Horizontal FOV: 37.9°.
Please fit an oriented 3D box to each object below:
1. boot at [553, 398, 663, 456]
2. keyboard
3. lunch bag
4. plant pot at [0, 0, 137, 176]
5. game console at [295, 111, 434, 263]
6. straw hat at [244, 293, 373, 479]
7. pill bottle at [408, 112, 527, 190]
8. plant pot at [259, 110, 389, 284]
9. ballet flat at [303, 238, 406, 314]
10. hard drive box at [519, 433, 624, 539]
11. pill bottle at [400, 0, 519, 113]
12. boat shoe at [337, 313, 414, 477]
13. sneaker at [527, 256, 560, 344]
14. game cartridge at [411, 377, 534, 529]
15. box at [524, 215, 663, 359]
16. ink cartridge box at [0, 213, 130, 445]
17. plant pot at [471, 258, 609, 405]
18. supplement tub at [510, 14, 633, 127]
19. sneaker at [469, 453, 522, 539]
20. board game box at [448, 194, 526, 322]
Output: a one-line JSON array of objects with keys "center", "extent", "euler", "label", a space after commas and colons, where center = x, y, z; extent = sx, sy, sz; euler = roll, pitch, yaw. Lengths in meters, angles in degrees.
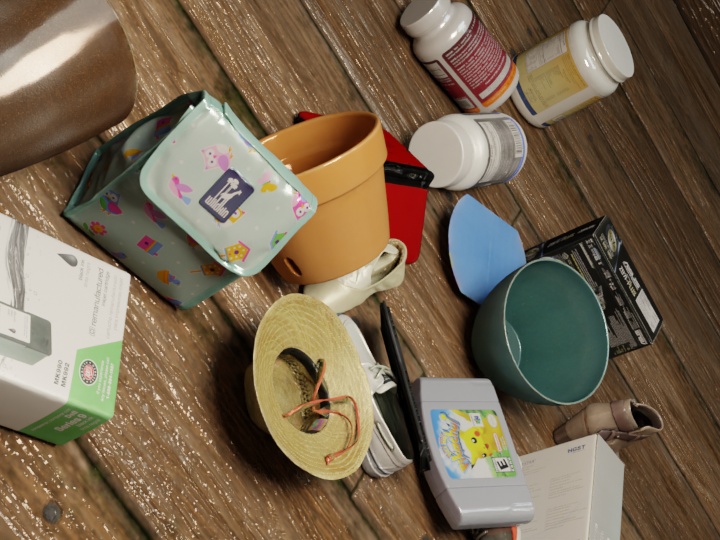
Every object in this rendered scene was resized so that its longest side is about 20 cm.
[{"center": [0.397, 0.253, 1.611], "extent": [0.199, 0.145, 0.071], "euler": [24, 50, -44], "label": "boot"}, {"center": [0.055, 0.148, 1.274], "extent": [0.128, 0.020, 0.202], "euler": [87, -9, -59], "label": "keyboard"}, {"center": [-0.161, -0.073, 1.027], "extent": [0.170, 0.199, 0.123], "euler": [44, 40, -28], "label": "lunch bag"}, {"center": [-0.327, -0.155, 0.902], "extent": [0.188, 0.186, 0.200], "euler": [54, 51, -16], "label": "plant pot"}, {"center": [-0.002, -0.111, 1.416], "extent": [0.199, 0.119, 0.172], "euler": [3, 37, -52], "label": "game console"}, {"center": [-0.077, 0.133, 1.116], "extent": [0.200, 0.084, 0.204], "euler": [27, 55, -46], "label": "straw hat"}, {"center": [0.162, -0.181, 1.589], "extent": [0.199, 0.113, 0.115], "euler": [-14, 81, -54], "label": "pill bottle"}, {"center": [-0.050, -0.077, 1.199], "extent": [0.200, 0.198, 0.142], "euler": [-52, 127, -52], "label": "plant pot"}, {"center": [0.000, 0.000, 1.304], "extent": [0.199, 0.069, 0.070], "euler": [-24, 89, -57], "label": "ballet flat"}, {"center": [0.258, 0.331, 1.375], "extent": [0.077, 0.155, 0.201], "euler": [45, 40, -25], "label": "hard drive box"}, {"center": [0.157, -0.353, 1.683], "extent": [0.200, 0.112, 0.114], "euler": [43, 41, -29], "label": "pill bottle"}, {"center": [0.016, 0.141, 1.248], "extent": [0.073, 0.066, 0.202], "euler": [-12, 80, -54], "label": "boat shoe"}, {"center": [0.274, 0.074, 1.582], "extent": [0.082, 0.073, 0.203], "euler": [37, 54, -70], "label": "sneaker"}, {"center": [0.134, 0.225, 1.323], "extent": [0.132, 0.041, 0.202], "euler": [2, 54, -27], "label": "game cartridge"}, {"center": [0.361, 0.041, 1.675], "extent": [0.201, 0.163, 0.086], "euler": [59, 36, -7], "label": "box"}, {"center": [-0.302, 0.041, 0.875], "extent": [0.199, 0.083, 0.148], "euler": [29, 48, -40], "label": "ink cartridge box"}, {"center": [0.233, 0.098, 1.481], "extent": [0.198, 0.134, 0.203], "euler": [11, 70, -33], "label": "plant pot"}, {"center": [0.380, -0.362, 1.904], "extent": [0.144, 0.199, 0.146], "euler": [30, 48, -40], "label": "supplement tub"}, {"center": [0.155, 0.312, 1.344], "extent": [0.081, 0.077, 0.202], "euler": [23, 45, -14], "label": "sneaker"}, {"center": [0.180, -0.013, 1.578], "extent": [0.199, 0.039, 0.160], "euler": [30, 57, -39], "label": "board game box"}]
